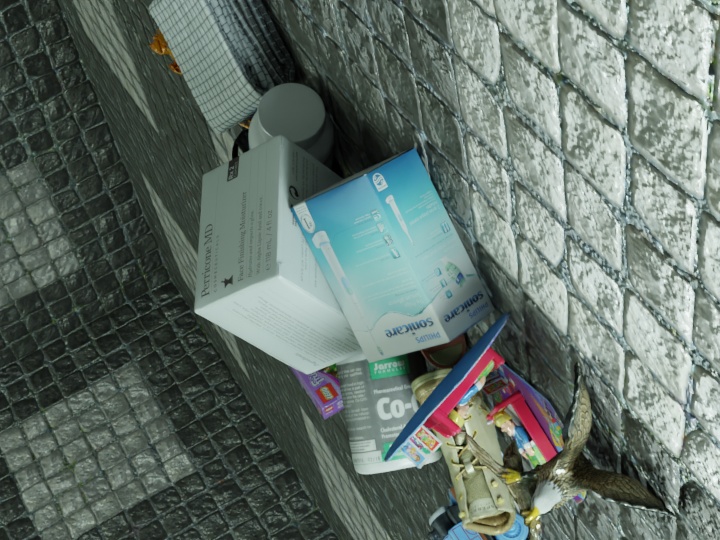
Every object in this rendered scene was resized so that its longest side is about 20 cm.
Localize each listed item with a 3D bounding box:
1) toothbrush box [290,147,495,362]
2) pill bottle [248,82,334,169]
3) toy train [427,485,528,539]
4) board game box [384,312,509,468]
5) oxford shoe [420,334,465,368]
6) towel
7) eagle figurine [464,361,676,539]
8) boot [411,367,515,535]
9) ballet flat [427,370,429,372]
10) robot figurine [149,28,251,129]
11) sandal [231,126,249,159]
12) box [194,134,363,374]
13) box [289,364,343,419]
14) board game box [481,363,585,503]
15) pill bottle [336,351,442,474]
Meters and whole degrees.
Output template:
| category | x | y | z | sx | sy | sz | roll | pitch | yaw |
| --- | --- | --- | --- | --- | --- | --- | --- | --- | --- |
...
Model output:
| category | x | y | z | sx | sy | sz | roll | pitch | yaw |
| --- | --- | --- | --- | --- | --- | --- | --- | --- | --- |
| toothbrush box | 0.034 | -0.013 | 1.389 | 0.146 | 0.085 | 0.200 | -21 | 97 | 51 |
| pill bottle | -0.088 | -0.154 | 1.619 | 0.109 | 0.109 | 0.200 | 58 | 167 | 17 |
| toy train | 0.172 | 0.373 | 1.694 | 0.200 | 0.114 | 0.087 | 54 | 164 | 30 |
| board game box | 0.104 | 0.132 | 1.328 | 0.039 | 0.200 | 0.158 | 40 | -151 | 2 |
| oxford shoe | 0.057 | 0.024 | 1.521 | 0.200 | 0.071 | 0.074 | 67 | 171 | -17 |
| towel | -0.178 | -0.296 | 1.657 | 0.200 | 0.086 | 0.166 | 62 | 151 | -5 |
| eagle figurine | 0.209 | 0.192 | 1.229 | 0.152 | 0.151 | 0.200 | 25 | 140 | -18 |
| boot | 0.124 | 0.214 | 1.484 | 0.200 | 0.073 | 0.156 | 56 | -160 | -53 |
| ballet flat | 0.085 | 0.162 | 1.672 | 0.072 | 0.072 | 0.200 | 62 | 166 | -1 |
| robot figurine | -0.207 | -0.274 | 1.829 | 0.200 | 0.058 | 0.145 | 40 | 178 | 22 |
| sandal | -0.160 | -0.153 | 1.899 | 0.075 | 0.048 | 0.201 | -35 | 59 | 53 |
| box | -0.079 | -0.015 | 1.501 | 0.200 | 0.131 | 0.199 | 33 | -136 | -42 |
| box | -0.047 | 0.114 | 1.950 | 0.200 | 0.137 | 0.039 | 53 | 165 | 30 |
| board game box | 0.181 | 0.186 | 1.438 | 0.200 | 0.039 | 0.158 | 42 | 157 | 57 |
| pill bottle | 0.031 | 0.145 | 1.579 | 0.113 | 0.113 | 0.200 | 149 | 111 | -77 |
